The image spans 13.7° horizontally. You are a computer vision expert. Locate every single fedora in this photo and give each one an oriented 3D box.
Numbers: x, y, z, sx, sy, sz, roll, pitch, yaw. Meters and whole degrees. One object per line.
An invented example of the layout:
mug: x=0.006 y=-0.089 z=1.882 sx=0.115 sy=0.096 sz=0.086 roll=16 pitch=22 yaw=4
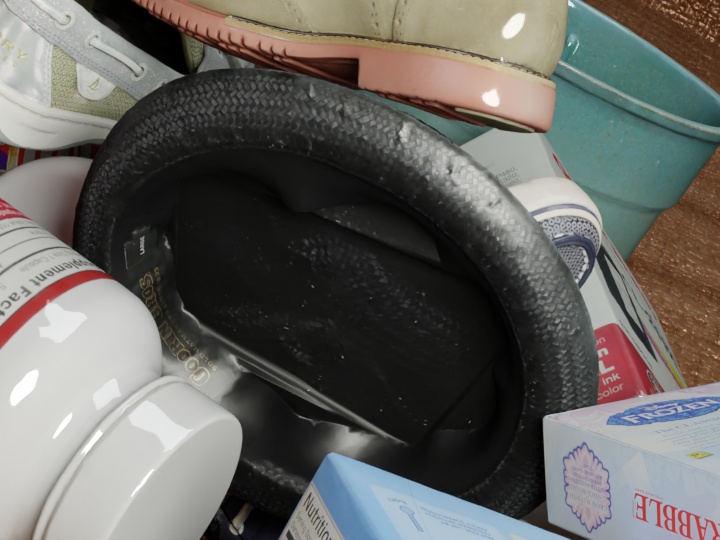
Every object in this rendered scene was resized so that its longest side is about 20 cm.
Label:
fedora: x=0.000 y=0.000 z=1.071 sx=0.200 sy=0.201 sz=0.092 roll=30 pitch=37 yaw=4

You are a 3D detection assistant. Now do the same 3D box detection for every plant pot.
plant pot: x=0.051 y=-0.035 z=1.445 sx=0.199 sy=0.197 sz=0.200 roll=26 pitch=15 yaw=-8

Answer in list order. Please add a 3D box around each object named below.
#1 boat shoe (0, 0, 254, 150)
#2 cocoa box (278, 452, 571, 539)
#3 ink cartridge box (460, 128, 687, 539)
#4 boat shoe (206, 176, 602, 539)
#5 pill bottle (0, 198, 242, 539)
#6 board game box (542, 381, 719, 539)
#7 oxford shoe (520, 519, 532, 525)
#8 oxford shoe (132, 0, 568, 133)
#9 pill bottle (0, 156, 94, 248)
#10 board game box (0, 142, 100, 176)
boat shoe: x=-0.092 y=-0.090 z=1.170 sx=0.075 sy=0.065 sz=0.202 roll=51 pitch=23 yaw=17
cocoa box: x=0.059 y=0.166 z=0.923 sx=0.199 sy=0.132 sz=0.133 roll=22 pitch=16 yaw=-27
ink cartridge box: x=0.089 y=0.052 z=1.269 sx=0.146 sy=0.083 sz=0.200 roll=54 pitch=12 yaw=-38
boat shoe: x=0.028 y=0.055 z=1.147 sx=0.093 sy=0.200 sz=0.075 roll=52 pitch=2 yaw=40
pill bottle: x=-0.142 y=0.030 z=1.032 sx=0.200 sy=0.113 sz=0.112 roll=35 pitch=16 yaw=18
board game box: x=0.195 y=0.069 z=0.975 sx=0.199 sy=0.041 sz=0.199 roll=-9 pitch=13 yaw=-28
oxford shoe: x=0.011 y=0.147 z=1.062 sx=0.075 sy=0.058 sz=0.200 roll=40 pitch=32 yaw=15
oxford shoe: x=-0.005 y=-0.103 z=1.073 sx=0.199 sy=0.074 sz=0.071 roll=17 pitch=2 yaw=34
pill bottle: x=-0.070 y=0.015 z=1.216 sx=0.114 sy=0.115 sz=0.200 roll=37 pitch=16 yaw=26
board game box: x=-0.178 y=-0.068 z=1.283 sx=0.199 sy=0.047 sz=0.151 roll=11 pitch=4 yaw=30
